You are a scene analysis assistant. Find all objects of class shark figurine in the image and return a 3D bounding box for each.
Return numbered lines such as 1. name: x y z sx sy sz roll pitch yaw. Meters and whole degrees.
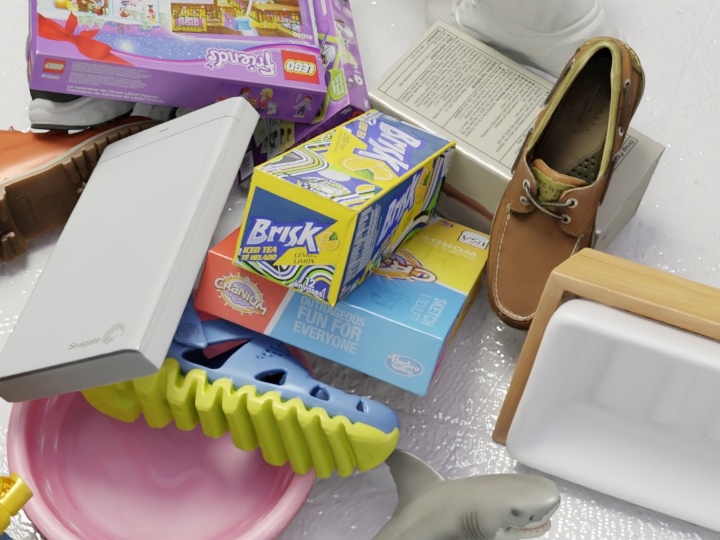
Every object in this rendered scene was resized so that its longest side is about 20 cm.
1. shark figurine: 0.017 0.160 0.714 0.214 0.128 0.090 -31 87 8

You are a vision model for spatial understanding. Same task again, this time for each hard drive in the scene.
1. hard drive: -0.144 -0.015 0.725 0.132 0.027 0.201 -14 44 34

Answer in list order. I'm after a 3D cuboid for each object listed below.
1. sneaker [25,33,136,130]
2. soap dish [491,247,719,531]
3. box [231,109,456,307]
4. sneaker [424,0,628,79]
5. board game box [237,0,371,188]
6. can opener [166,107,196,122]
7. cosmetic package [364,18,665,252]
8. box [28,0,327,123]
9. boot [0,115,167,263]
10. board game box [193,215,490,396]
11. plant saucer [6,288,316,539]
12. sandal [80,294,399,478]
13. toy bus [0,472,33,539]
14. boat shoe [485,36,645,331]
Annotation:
1. sneaker: -0.173 -0.167 0.873 0.074 0.080 0.200 6 26 26
2. soap dish: 0.199 0.077 0.744 0.199 0.158 0.081 18 42 7
3. box: -0.004 -0.047 0.742 0.070 0.065 0.200 23 23 13
4. sneaker: 0.103 -0.211 0.868 0.074 0.116 0.200 -51 40 -12
5. board game box: -0.056 -0.171 0.901 0.032 0.120 0.201 18 50 -39
6. can opener: -0.120 -0.057 0.823 0.052 0.067 0.201 -7 45 24
7. cosmetic package: 0.108 -0.085 0.869 0.200 0.087 0.103 34 61 17
8. box: -0.129 -0.178 0.816 0.199 0.039 0.137 5 57 -22
9. boot: -0.234 -0.080 0.855 0.199 0.075 0.107 -24 51 -23
10. board game box: 0.000 0.000 0.774 0.152 0.040 0.200 20 23 8
11. plant saucer: -0.124 0.108 0.757 0.200 0.051 0.201 2 59 -4
12. sandal: -0.069 0.063 0.717 0.199 0.080 0.087 18 55 6
13. toy bus: -0.271 0.139 0.680 0.192 0.200 0.136 47 62 -18
14. boat shoe: 0.125 -0.056 0.761 0.072 0.068 0.201 18 97 16
